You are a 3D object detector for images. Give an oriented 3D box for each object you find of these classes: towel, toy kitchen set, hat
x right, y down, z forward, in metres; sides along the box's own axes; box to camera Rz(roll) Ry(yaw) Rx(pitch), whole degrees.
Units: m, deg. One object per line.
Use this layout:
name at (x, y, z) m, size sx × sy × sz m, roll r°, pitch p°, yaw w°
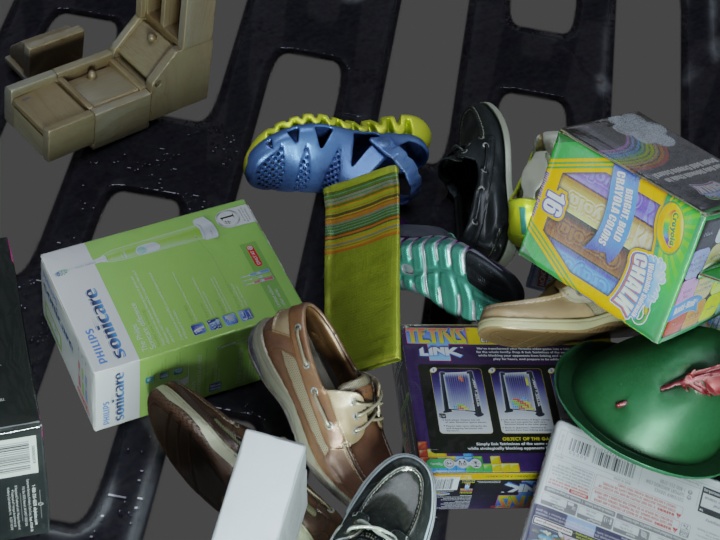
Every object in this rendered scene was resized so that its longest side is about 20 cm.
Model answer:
towel at (0.000, 0.000, 1.480) m, size 0.086 × 0.018 × 0.202 m, roll -20°, pitch 55°, yaw 32°
toy kitchen set at (-0.273, -0.251, 1.619) m, size 0.199 × 0.182 × 0.163 m, roll -27°, pitch 55°, yaw -34°
hat at (0.283, 0.058, 1.340) m, size 0.198 × 0.177 × 0.166 m, roll 19°, pitch 34°, yaw -3°

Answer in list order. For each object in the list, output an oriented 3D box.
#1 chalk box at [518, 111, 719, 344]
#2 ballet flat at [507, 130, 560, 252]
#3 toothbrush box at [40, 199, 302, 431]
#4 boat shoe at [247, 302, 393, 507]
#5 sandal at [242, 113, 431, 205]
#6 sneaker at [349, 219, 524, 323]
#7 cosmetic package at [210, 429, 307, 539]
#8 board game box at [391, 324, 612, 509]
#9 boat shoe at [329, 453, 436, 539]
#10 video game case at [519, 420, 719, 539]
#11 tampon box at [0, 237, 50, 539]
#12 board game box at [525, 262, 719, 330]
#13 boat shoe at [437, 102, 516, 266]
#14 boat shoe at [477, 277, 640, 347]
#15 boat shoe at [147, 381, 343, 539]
chalk box at (0.256, -0.028, 1.349) m, size 0.199 × 0.125 × 0.124 m, roll 37°, pitch 33°, yaw 32°
ballet flat at (0.184, -0.094, 1.558) m, size 0.066 × 0.068 × 0.200 m, roll -2°, pitch 33°, yaw 25°
toothbrush box at (-0.168, 0.036, 1.437) m, size 0.198 × 0.087 × 0.146 m, roll -16°, pitch 52°, yaw -23°
boat shoe at (-0.017, 0.117, 1.351) m, size 0.201 × 0.072 × 0.076 m, roll 55°, pitch 33°, yaw 2°
sandal at (-0.017, -0.104, 1.597) m, size 0.198 × 0.080 × 0.088 m, roll -7°, pitch 52°, yaw -12°
sneaker at (0.083, -0.013, 1.502) m, size 0.199 × 0.075 × 0.087 m, roll 19°, pitch 34°, yaw 37°
cosmetic package at (-0.088, 0.237, 1.184) m, size 0.051 × 0.151 × 0.202 m, roll 13°, pitch 66°, yaw 7°
board game box at (0.134, 0.127, 1.420) m, size 0.198 × 0.057 × 0.166 m, roll 1°, pitch 46°, yaw -9°
boat shoe at (0.008, 0.228, 1.268) m, size 0.072 × 0.071 × 0.201 m, roll 23°, pitch 64°, yaw 8°
video game case at (0.227, 0.238, 1.312) m, size 0.198 × 0.023 × 0.184 m, roll 21°, pitch 62°, yaw 0°
tampon box at (-0.329, 0.101, 1.310) m, size 0.125 × 0.151 × 0.201 m, roll -7°, pitch 49°, yaw -14°
board game box at (0.260, -0.033, 1.581) m, size 0.198 × 0.062 × 0.201 m, roll 5°, pitch 47°, yaw -5°
boat shoe at (0.110, -0.093, 1.605) m, size 0.065 × 0.075 × 0.201 m, roll 8°, pitch 55°, yaw -17°
boat shoe at (0.190, 0.028, 1.424) m, size 0.198 × 0.071 × 0.065 m, roll -3°, pitch 78°, yaw -24°
boat shoe at (-0.093, 0.164, 1.346) m, size 0.075 × 0.075 × 0.202 m, roll -32°, pitch 71°, yaw -35°
